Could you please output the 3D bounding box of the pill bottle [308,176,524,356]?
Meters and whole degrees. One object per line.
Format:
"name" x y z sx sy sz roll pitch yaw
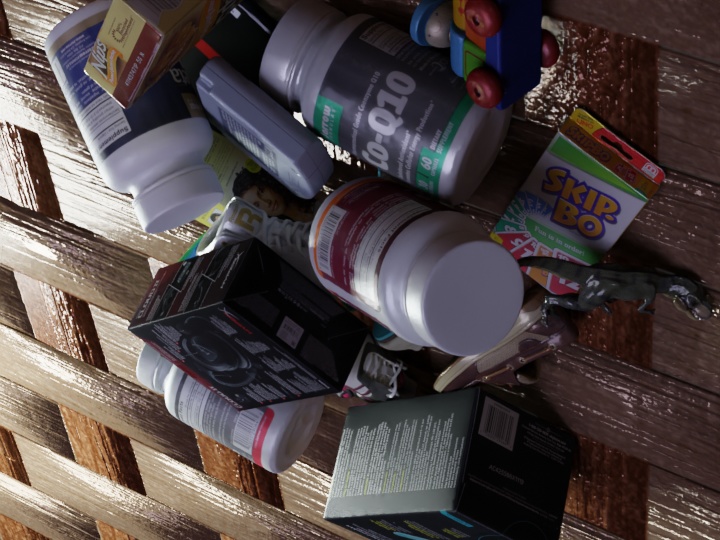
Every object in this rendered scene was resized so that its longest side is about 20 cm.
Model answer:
"pill bottle" 0.046 -0.004 1.493 0.200 0.114 0.115 30 153 59

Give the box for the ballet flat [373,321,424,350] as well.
"ballet flat" 0.086 0.036 1.708 0.070 0.070 0.200 47 147 -9

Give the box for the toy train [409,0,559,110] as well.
"toy train" 0.089 -0.233 1.392 0.115 0.084 0.201 35 147 33

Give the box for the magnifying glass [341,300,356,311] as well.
"magnifying glass" 0.000 0.000 1.700 0.200 0.022 0.080 -177 71 -78

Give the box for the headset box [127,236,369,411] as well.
"headset box" -0.112 0.056 1.669 0.148 0.078 0.199 38 152 -23

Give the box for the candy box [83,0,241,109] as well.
"candy box" -0.139 -0.236 1.492 0.055 0.200 0.116 41 146 0

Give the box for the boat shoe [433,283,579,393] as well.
"boat shoe" 0.139 0.083 1.695 0.072 0.072 0.200 44 140 -2

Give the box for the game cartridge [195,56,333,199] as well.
"game cartridge" -0.083 -0.121 1.592 0.133 0.042 0.200 36 175 2

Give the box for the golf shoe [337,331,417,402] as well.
"golf shoe" 0.004 0.089 1.793 0.087 0.078 0.200 17 172 15

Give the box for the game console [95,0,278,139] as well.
"game console" -0.153 -0.226 1.676 0.200 0.031 0.177 42 142 -3

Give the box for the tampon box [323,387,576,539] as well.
"tampon box" 0.089 0.210 1.789 0.149 0.128 0.199 29 155 -34

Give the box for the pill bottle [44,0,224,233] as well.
"pill bottle" -0.201 -0.141 1.631 0.111 0.110 0.202 -38 75 55

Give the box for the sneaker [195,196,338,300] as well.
"sneaker" -0.072 -0.024 1.646 0.115 0.074 0.199 37 142 -25

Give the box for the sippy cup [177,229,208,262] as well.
"sippy cup" -0.133 0.041 1.867 0.130 0.140 0.178 39 -174 -16

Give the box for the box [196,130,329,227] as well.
"box" -0.134 -0.083 1.729 0.199 0.076 0.050 27 148 -9

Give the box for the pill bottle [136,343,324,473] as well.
"pill bottle" -0.148 0.133 1.989 0.199 0.111 0.111 27 144 19

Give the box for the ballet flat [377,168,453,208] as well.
"ballet flat" 0.053 -0.038 1.661 0.071 0.068 0.201 10 135 9

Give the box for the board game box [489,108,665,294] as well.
"board game box" 0.183 -0.053 1.540 0.095 0.030 0.200 37 143 5

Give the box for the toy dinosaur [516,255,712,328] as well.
"toy dinosaur" 0.201 0.016 1.538 0.198 0.048 0.088 8 156 -14

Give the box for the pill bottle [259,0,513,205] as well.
"pill bottle" 0.021 -0.147 1.513 0.199 0.113 0.114 28 144 17
